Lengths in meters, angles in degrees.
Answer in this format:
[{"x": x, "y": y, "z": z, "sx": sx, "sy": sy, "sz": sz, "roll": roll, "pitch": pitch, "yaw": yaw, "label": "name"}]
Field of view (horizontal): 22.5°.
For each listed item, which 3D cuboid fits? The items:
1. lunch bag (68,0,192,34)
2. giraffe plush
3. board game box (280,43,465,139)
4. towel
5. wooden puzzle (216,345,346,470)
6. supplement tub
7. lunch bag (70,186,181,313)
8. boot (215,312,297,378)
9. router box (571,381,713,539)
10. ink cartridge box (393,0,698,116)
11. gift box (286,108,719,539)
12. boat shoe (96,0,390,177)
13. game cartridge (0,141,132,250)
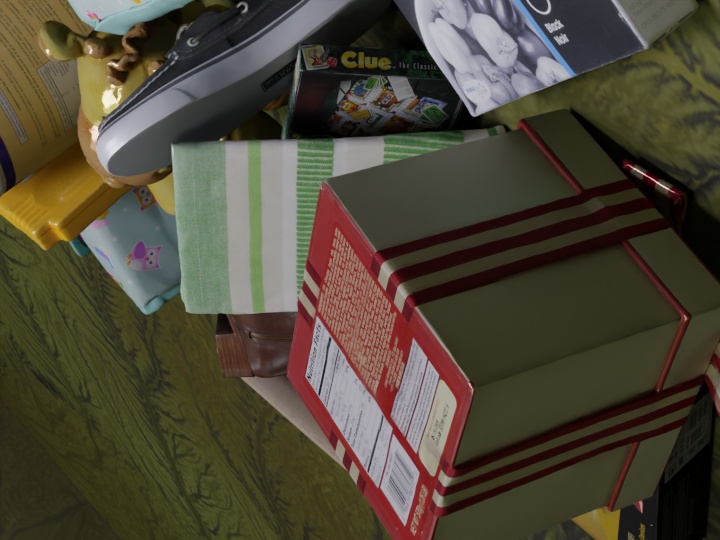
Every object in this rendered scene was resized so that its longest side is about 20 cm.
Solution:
[{"x": -0.128, "y": -0.239, "z": 1.021, "sx": 0.170, "sy": 0.122, "sz": 0.201, "roll": 2, "pitch": 100, "yaw": 64, "label": "lunch bag"}, {"x": -0.128, "y": -0.118, "z": 1.178, "sx": 0.162, "sy": 0.172, "sz": 0.201, "roll": -64, "pitch": -34, "yaw": -70, "label": "giraffe plush"}, {"x": 0.003, "y": -0.082, "z": 1.129, "sx": 0.200, "sy": 0.104, "sz": 0.024, "roll": 111, "pitch": 158, "yaw": -66, "label": "board game box"}, {"x": -0.013, "y": -0.029, "z": 1.114, "sx": 0.153, "sy": 0.199, "sz": 0.023, "roll": 93, "pitch": 173, "yaw": -48, "label": "towel"}, {"x": 0.020, "y": 0.090, "z": 1.312, "sx": 0.185, "sy": 0.200, "sz": 0.037, "roll": 38, "pitch": 112, "yaw": 32, "label": "wooden puzzle"}, {"x": -0.241, "y": -0.159, "z": 1.323, "sx": 0.145, "sy": 0.200, "sz": 0.146, "roll": 43, "pitch": 158, "yaw": 22, "label": "supplement tub"}, {"x": -0.211, "y": -0.086, "z": 1.530, "sx": 0.200, "sy": 0.122, "sz": 0.171, "roll": 43, "pitch": 165, "yaw": 51, "label": "lunch bag"}, {"x": 0.000, "y": 0.000, "z": 1.200, "sx": 0.187, "sy": 0.199, "sz": 0.064, "roll": 85, "pitch": -177, "yaw": -48, "label": "boot"}, {"x": 0.151, "y": 0.099, "z": 1.178, "sx": 0.157, "sy": 0.052, "sz": 0.200, "roll": 39, "pitch": 157, "yaw": 31, "label": "router box"}, {"x": 0.054, "y": -0.182, "z": 0.913, "sx": 0.200, "sy": 0.043, "sz": 0.198, "roll": 55, "pitch": 160, "yaw": -8, "label": "ink cartridge box"}, {"x": 0.089, "y": 0.049, "z": 0.982, "sx": 0.200, "sy": 0.186, "sz": 0.185, "roll": 56, "pitch": 149, "yaw": 30, "label": "gift box"}, {"x": -0.076, "y": -0.127, "z": 1.072, "sx": 0.057, "sy": 0.200, "sz": 0.069, "roll": 54, "pitch": 171, "yaw": 18, "label": "boat shoe"}, {"x": -0.232, "y": -0.119, "z": 1.409, "sx": 0.200, "sy": 0.176, "sz": 0.032, "roll": 34, "pitch": 161, "yaw": 40, "label": "game cartridge"}]
